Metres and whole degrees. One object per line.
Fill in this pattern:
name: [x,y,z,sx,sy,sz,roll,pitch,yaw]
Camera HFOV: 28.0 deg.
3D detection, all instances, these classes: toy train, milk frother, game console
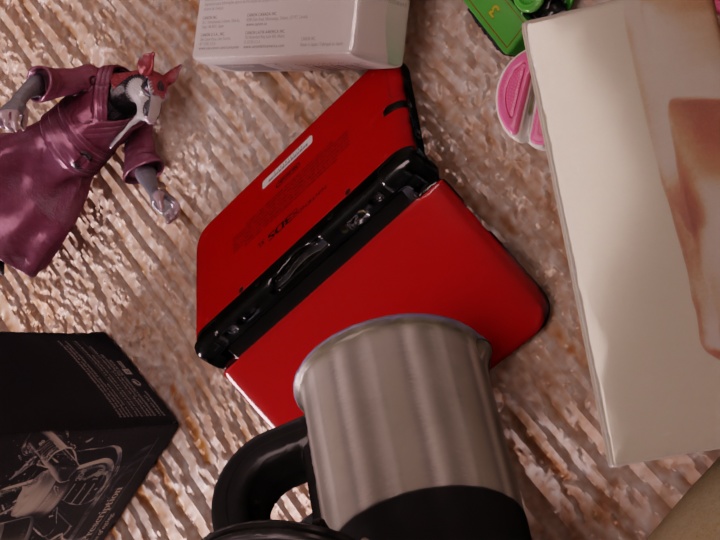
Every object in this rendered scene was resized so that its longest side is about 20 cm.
toy train: [0.057,-0.208,0.866,0.056,0.042,0.201,-52,60,33]
milk frother: [0.002,0.110,0.737,0.179,0.201,0.189,-10,51,-4]
game console: [0.000,0.000,0.904,0.200,0.118,0.173,-41,34,26]

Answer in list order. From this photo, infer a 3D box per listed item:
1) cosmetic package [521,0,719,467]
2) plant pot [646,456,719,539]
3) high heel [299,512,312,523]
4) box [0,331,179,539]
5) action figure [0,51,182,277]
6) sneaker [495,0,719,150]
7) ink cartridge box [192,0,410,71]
cosmetic package: [0.139,-0.020,0.664,0.087,0.103,0.202,-11,90,13]
plant pot: [0.187,0.183,0.673,0.187,0.187,0.201,22,85,35]
high heel: [-0.007,0.247,0.869,0.142,0.071,0.201,-42,66,38]
box: [-0.257,0.147,0.978,0.104,0.182,0.201,46,112,29]
action figure: [-0.200,-0.088,1.028,0.200,0.134,0.149,-36,23,15]
sneaker: [0.173,-0.099,0.754,0.198,0.087,0.074,-10,87,12]
ink cartridge box: [-0.032,-0.228,0.912,0.160,0.050,0.202,7,89,47]
